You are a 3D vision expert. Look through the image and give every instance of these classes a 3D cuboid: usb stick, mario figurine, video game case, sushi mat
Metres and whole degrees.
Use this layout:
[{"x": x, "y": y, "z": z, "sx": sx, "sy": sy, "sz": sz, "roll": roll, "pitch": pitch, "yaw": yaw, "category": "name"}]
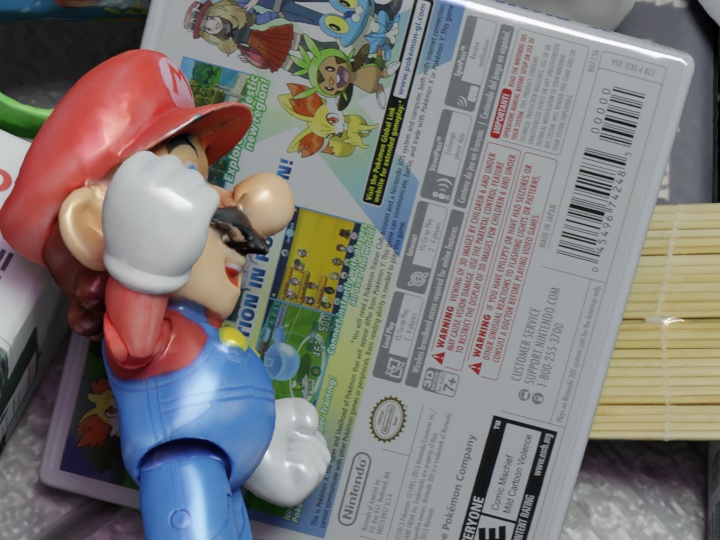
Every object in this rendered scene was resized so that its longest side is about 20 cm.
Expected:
[{"x": 0.110, "y": -0.042, "z": 0.904, "sx": 0.055, "sy": 0.033, "sz": 0.201, "roll": -1, "pitch": 60, "yaw": 11, "category": "usb stick"}, {"x": -0.041, "y": 0.025, "z": 0.734, "sx": 0.105, "sy": 0.123, "sz": 0.201, "roll": -9, "pitch": 79, "yaw": -31, "category": "mario figurine"}, {"x": 0.000, "y": 0.000, "z": 0.803, "sx": 0.181, "sy": 0.022, "sz": 0.201, "roll": 15, "pitch": 101, "yaw": -2, "category": "video game case"}, {"x": 0.111, "y": 0.018, "z": 0.839, "sx": 0.199, "sy": 0.012, "sz": 0.096, "roll": -1, "pitch": 63, "yaw": 19, "category": "sushi mat"}]

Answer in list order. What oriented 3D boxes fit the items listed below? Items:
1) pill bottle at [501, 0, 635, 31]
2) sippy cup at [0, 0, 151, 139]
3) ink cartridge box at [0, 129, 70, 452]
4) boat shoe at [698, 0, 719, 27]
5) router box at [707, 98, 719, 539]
[{"x": 0.055, "y": -0.191, "z": 0.930, "sx": 0.113, "sy": 0.114, "sz": 0.201, "roll": 7, "pitch": 62, "yaw": -6, "category": "pill bottle"}, {"x": -0.101, "y": -0.144, "z": 0.830, "sx": 0.130, "sy": 0.179, "sz": 0.140, "roll": 6, "pitch": 21, "yaw": -31, "category": "sippy cup"}, {"x": -0.191, "y": 0.033, "z": 0.785, "sx": 0.146, "sy": 0.083, "sz": 0.201, "roll": 23, "pitch": 60, "yaw": 2, "category": "ink cartridge box"}, {"x": 0.163, "y": -0.170, "z": 0.946, "sx": 0.068, "sy": 0.057, "sz": 0.201, "roll": 15, "pitch": 48, "yaw": -16, "category": "boat shoe"}, {"x": 0.205, "y": 0.026, "z": 0.875, "sx": 0.148, "sy": 0.051, "sz": 0.201, "roll": 8, "pitch": 60, "yaw": -6, "category": "router box"}]
